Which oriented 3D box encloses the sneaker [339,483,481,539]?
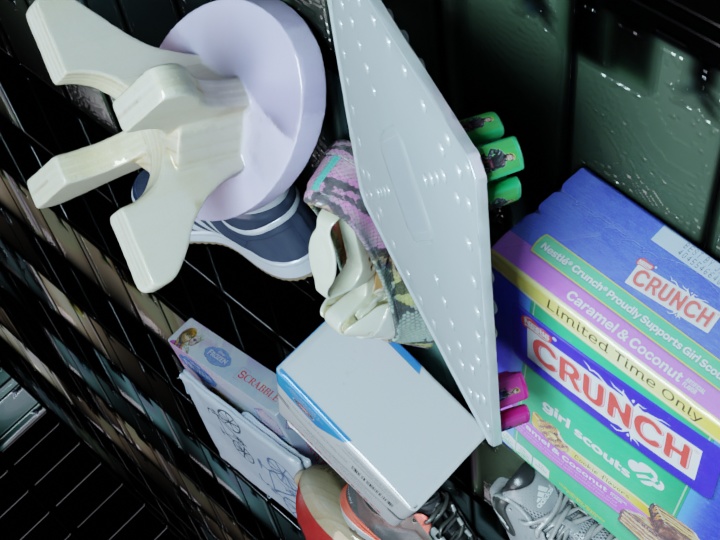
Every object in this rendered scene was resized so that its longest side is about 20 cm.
[{"bbox_3d":[0.069,0.249,1.162,0.199,0.077,0.082,32,137,11],"label":"sneaker"}]

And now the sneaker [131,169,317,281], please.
[{"bbox_3d":[-0.115,-0.068,0.936,0.199,0.070,0.109,22,154,36],"label":"sneaker"}]

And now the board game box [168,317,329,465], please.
[{"bbox_3d":[-0.111,0.167,1.406,0.199,0.041,0.200,27,152,41],"label":"board game box"}]

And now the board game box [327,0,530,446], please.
[{"bbox_3d":[0.033,-0.046,0.616,0.201,0.026,0.201,80,167,-48],"label":"board game box"}]

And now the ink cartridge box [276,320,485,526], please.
[{"bbox_3d":[0.010,0.120,0.988,0.146,0.084,0.200,44,168,8],"label":"ink cartridge box"}]

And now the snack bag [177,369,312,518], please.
[{"bbox_3d":[-0.112,0.210,1.398,0.199,0.021,0.189,32,154,32],"label":"snack bag"}]

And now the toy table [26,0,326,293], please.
[{"bbox_3d":[-0.120,-0.086,0.763,0.185,0.117,0.200,60,140,12],"label":"toy table"}]

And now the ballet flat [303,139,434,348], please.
[{"bbox_3d":[0.000,0.000,0.836,0.069,0.071,0.201,30,154,35],"label":"ballet flat"}]

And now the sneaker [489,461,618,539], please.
[{"bbox_3d":[0.152,0.193,0.894,0.116,0.075,0.200,56,159,-19],"label":"sneaker"}]

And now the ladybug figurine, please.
[{"bbox_3d":[0.008,0.274,1.259,0.200,0.072,0.136,37,-168,14],"label":"ladybug figurine"}]

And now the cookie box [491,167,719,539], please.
[{"bbox_3d":[0.149,0.067,0.659,0.171,0.075,0.200,39,158,24],"label":"cookie box"}]
